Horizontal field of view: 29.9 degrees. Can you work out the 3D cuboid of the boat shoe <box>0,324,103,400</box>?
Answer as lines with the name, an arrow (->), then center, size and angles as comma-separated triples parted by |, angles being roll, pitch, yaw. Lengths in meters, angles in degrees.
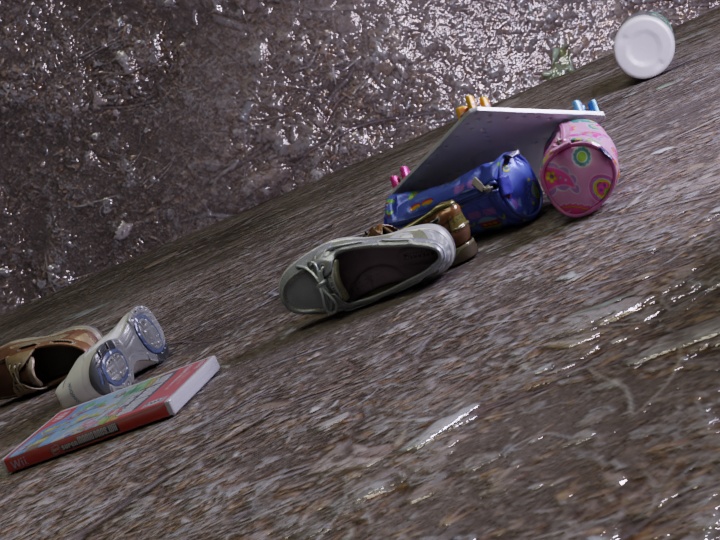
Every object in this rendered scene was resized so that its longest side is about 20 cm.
boat shoe -> -0.439, 0.128, 1.800 | 0.198, 0.077, 0.072 | -23, 10, 10

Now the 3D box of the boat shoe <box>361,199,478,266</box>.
boat shoe -> 0.030, -0.020, 1.482 | 0.198, 0.069, 0.072 | -21, 9, 16

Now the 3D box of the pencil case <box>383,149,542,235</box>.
pencil case -> 0.113, -0.074, 1.558 | 0.198, 0.079, 0.086 | -17, -13, 39

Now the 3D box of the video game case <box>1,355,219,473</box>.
video game case -> -0.252, 0.145, 1.377 | 0.198, 0.018, 0.143 | -21, 9, 17

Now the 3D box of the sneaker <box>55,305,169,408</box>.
sneaker -> -0.293, 0.101, 1.590 | 0.086, 0.075, 0.200 | -24, 7, 23

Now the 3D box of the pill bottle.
pill bottle -> 0.531, -0.425, 2.518 | 0.112, 0.114, 0.200 | -20, 10, 17

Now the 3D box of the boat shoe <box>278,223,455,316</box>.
boat shoe -> 0.001, 0.001, 1.420 | 0.199, 0.076, 0.065 | -13, 6, 17

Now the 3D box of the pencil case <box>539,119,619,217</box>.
pencil case -> 0.239, -0.117, 1.480 | 0.086, 0.089, 0.200 | -20, 8, 14

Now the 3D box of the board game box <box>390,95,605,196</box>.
board game box -> 0.160, -0.145, 1.607 | 0.197, 0.026, 0.200 | -3, -25, -31
